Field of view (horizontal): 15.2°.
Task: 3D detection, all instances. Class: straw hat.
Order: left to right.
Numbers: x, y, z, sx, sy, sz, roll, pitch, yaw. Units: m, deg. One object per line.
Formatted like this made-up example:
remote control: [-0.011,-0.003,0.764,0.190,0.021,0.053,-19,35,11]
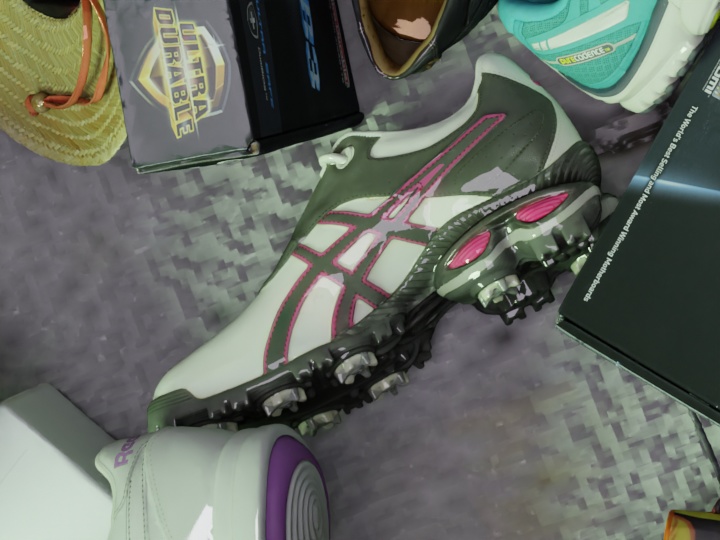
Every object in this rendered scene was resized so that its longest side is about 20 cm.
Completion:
straw hat: [-0.116,-0.145,1.012,0.085,0.201,0.202,-33,89,-29]

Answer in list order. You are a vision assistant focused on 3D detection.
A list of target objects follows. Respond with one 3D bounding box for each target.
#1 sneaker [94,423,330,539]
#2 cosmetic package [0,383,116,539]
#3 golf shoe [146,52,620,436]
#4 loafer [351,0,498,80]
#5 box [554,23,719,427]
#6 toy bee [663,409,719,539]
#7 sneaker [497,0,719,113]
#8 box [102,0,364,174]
sneaker: [-0.062,0.154,0.981,0.099,0.075,0.202,3,90,22]
cosmetic package: [-0.084,0.146,1.045,0.200,0.074,0.102,38,99,3]
golf shoe: [0.000,0.000,1.027,0.199,0.077,0.088,-30,74,5]
loafer: [0.026,-0.160,0.953,0.072,0.072,0.201,6,127,14]
box: [0.184,-0.027,0.956,0.160,0.043,0.201,32,93,31]
toy bee: [0.120,0.130,0.993,0.130,0.109,0.201,-17,92,12]
sneaker: [0.109,-0.137,0.946,0.079,0.078,0.201,27,132,-1]
box: [-0.054,-0.140,0.949,0.049,0.198,0.202,-10,93,12]
